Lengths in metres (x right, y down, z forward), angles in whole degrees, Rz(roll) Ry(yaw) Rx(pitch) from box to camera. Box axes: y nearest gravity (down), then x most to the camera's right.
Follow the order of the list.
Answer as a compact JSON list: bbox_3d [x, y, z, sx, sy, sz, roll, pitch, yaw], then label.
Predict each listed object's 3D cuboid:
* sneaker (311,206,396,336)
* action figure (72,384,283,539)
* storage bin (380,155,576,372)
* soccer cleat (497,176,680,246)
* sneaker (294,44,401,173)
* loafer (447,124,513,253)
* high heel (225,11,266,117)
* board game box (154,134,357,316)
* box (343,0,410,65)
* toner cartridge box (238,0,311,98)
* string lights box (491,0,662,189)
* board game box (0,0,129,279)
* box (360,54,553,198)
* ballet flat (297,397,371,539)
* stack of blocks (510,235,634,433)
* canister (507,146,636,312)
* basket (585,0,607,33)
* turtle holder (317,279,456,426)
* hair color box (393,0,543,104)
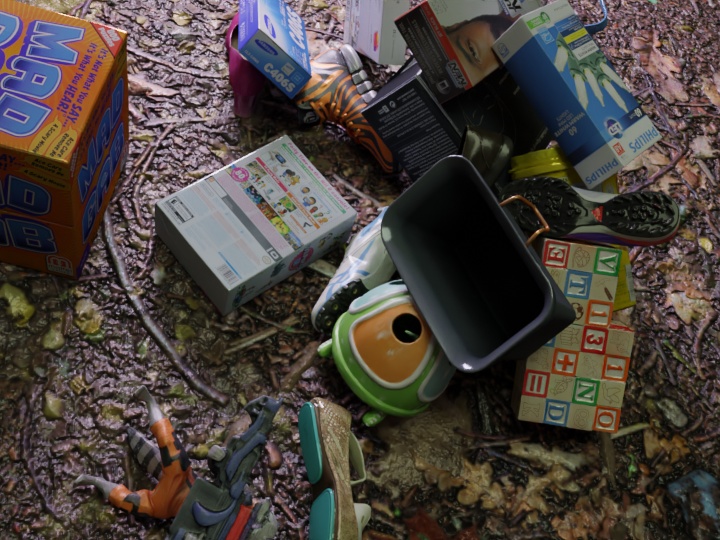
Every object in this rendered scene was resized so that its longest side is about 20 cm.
[{"bbox_3d":[0.000,0.000,1.059,0.072,0.073,0.201,16,52,35],"label":"sneaker"},{"bbox_3d":[-0.152,0.195,0.858,0.192,0.105,0.201,35,79,5],"label":"action figure"},{"bbox_3d":[0.138,-0.005,0.906,0.134,0.145,0.202,16,39,-55],"label":"storage bin"},{"bbox_3d":[0.252,-0.058,0.985,0.196,0.073,0.069,7,75,19],"label":"soccer cleat"},{"bbox_3d":[-0.025,-0.201,1.188,0.111,0.078,0.202,-24,70,-11],"label":"sneaker"},{"bbox_3d":[0.098,-0.083,1.034,0.071,0.073,0.202,32,94,-11],"label":"loafer"},{"bbox_3d":[-0.154,-0.313,1.207,0.066,0.097,0.203,9,54,-8],"label":"high heel"},{"bbox_3d":[-0.125,-0.058,1.061,0.199,0.065,0.148,-32,70,-29],"label":"board game box"},{"bbox_3d":[0.021,-0.375,1.207,0.040,0.159,0.200,0,20,-14],"label":"box"},{"bbox_3d":[-0.116,-0.317,1.188,0.095,0.043,0.201,37,24,-29],"label":"toner cartridge box"},{"bbox_3d":[0.249,-0.205,1.017,0.102,0.059,0.202,-32,86,-40],"label":"string lights box"},{"bbox_3d":[-0.379,-0.148,0.970,0.196,0.201,0.202,13,53,-5],"label":"board game box"},{"bbox_3d":[0.139,-0.203,1.145,0.197,0.123,0.201,49,53,-15],"label":"box"},{"bbox_3d":[-0.021,0.224,0.894,0.064,0.071,0.203,10,57,-25],"label":"ballet flat"},{"bbox_3d":[0.242,0.070,0.990,0.113,0.059,0.204,7,97,0],"label":"stack of blocks"},{"bbox_3d":[0.262,-0.046,1.077,0.147,0.086,0.204,-9,90,-37],"label":"canister"},{"bbox_3d":[0.269,-0.417,1.351,0.196,0.140,0.179,-9,53,17],"label":"basket"},{"bbox_3d":[0.060,0.079,0.961,0.184,0.132,0.142,13,41,-41],"label":"turtle holder"},{"bbox_3d":[0.140,-0.295,1.054,0.200,0.063,0.112,-42,105,-37],"label":"hair color box"}]
